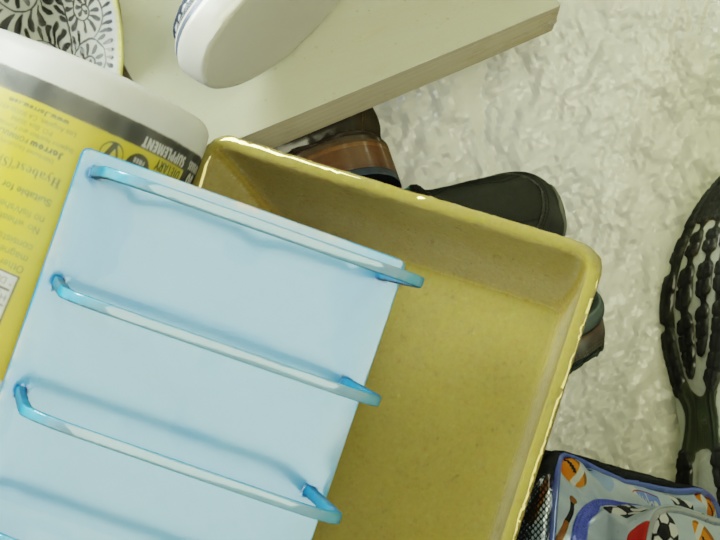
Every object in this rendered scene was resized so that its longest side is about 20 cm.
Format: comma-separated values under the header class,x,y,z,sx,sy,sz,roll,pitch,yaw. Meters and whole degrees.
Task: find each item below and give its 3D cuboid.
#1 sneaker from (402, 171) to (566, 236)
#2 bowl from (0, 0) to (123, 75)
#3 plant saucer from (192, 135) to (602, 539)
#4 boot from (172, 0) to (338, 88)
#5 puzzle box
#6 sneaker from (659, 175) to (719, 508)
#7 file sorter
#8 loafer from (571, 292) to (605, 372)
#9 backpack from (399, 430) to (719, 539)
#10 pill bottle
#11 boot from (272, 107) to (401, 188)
class,x,y,z,sx,sy,sz,roll,pitch,yaw
sneaker,0.000,0.000,1.321,0.199,0.079,0.076,-23,56,-7
bowl,-0.211,-0.099,1.315,0.199,0.094,0.202,-1,93,-16
plant saucer,-0.005,0.065,1.226,0.199,0.048,0.201,18,89,29
boot,-0.040,-0.165,1.319,0.090,0.073,0.200,32,56,18
puzzle box,-0.024,-0.131,1.349,0.199,0.025,0.133,-23,67,-17
sneaker,0.196,0.051,1.391,0.088,0.077,0.201,-3,92,-21
file sorter,-0.072,0.070,1.131,0.138,0.123,0.201,19,90,-7
loafer,0.021,0.061,1.367,0.199,0.072,0.063,-18,117,-4
backpack,0.093,0.178,1.281,0.200,0.153,0.192,19,82,-49
pill bottle,-0.149,0.009,1.234,0.111,0.111,0.201,23,88,-6
boot,-0.088,-0.051,1.362,0.199,0.075,0.097,-14,67,-5
